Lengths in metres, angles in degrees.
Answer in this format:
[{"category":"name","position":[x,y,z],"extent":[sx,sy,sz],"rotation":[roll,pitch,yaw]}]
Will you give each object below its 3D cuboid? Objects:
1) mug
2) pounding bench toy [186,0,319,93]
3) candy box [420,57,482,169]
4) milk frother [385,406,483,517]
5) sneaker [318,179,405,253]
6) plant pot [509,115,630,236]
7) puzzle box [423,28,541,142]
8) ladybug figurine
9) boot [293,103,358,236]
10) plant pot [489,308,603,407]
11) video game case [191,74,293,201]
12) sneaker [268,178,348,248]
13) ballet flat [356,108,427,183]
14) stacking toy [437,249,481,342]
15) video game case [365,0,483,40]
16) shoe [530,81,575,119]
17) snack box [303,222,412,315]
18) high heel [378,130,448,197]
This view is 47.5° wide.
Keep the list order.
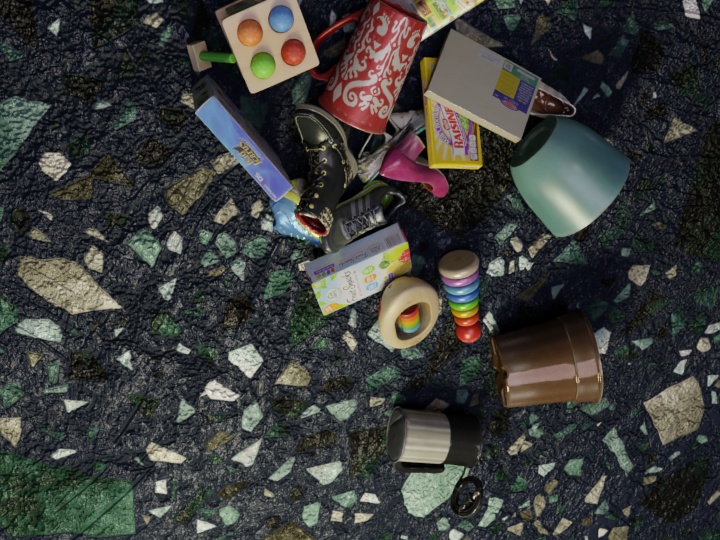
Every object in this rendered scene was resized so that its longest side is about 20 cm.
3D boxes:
[{"category":"mug","position":[0.007,-0.364,1.405],"extent":[0.175,0.134,0.202],"rotation":[21,115,-16]},{"category":"pounding bench toy","position":[-0.188,-0.370,1.352],"extent":[0.197,0.156,0.126],"rotation":[-24,117,-3]},{"category":"candy box","position":[0.166,-0.287,1.494],"extent":[0.100,0.026,0.204],"rotation":[-2,81,-16]},{"category":"milk frother","position":[0.162,0.410,1.754],"extent":[0.185,0.201,0.183],"rotation":[7,115,-17]},{"category":"sneaker","position":[0.003,-0.101,1.516],"extent":[0.200,0.080,0.075],"rotation":[-43,122,-25]},{"category":"plant pot","position":[0.383,-0.195,1.560],"extent":[0.160,0.201,0.201],"rotation":[39,99,-15]},{"category":"puzzle box","position":[0.224,-0.334,1.492],"extent":[0.197,0.025,0.135],"rotation":[26,74,-10]},{"category":"ladybug figurine","position":[0.091,0.080,1.639],"extent":[0.134,0.072,0.202],"rotation":[-24,144,-13]},{"category":"boot","position":[-0.076,-0.173,1.424],"extent":[0.204,0.072,0.156],"rotation":[55,49,-52]},{"category":"plant pot","position":[0.385,0.196,1.734],"extent":[0.194,0.201,0.204],"rotation":[-10,115,-1]},{"category":"video game case","position":[-0.205,-0.228,1.395],"extent":[0.045,0.182,0.200],"rotation":[-38,116,6]},{"category":"sneaker","position":[-0.102,-0.089,1.555],"extent":[0.103,0.076,0.201],"rotation":[-14,130,24]},{"category":"ballet flat","position":[0.061,-0.250,1.521],"extent":[0.200,0.072,0.072],"rotation":[-43,116,4]},{"category":"stacking toy","position":[0.216,0.061,1.691],"extent":[0.084,0.086,0.203],"rotation":[-18,122,-6]},{"category":"video game case","position":[0.089,-0.501,1.400],"extent":[0.180,0.023,0.200],"rotation":[-26,119,29]},{"category":"shoe","position":[0.323,-0.335,1.557],"extent":[0.197,0.053,0.071],"rotation":[16,108,-20]},{"category":"snack box","position":[0.000,0.000,1.580],"extent":[0.197,0.054,0.143],"rotation":[-23,150,-4]},{"category":"high heel","position":[0.101,-0.170,1.529],"extent":[0.096,0.067,0.200],"rotation":[-48,150,-3]}]
